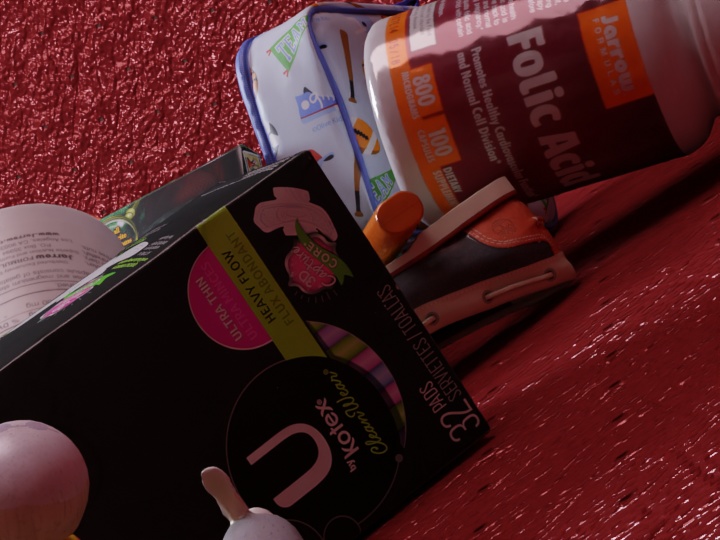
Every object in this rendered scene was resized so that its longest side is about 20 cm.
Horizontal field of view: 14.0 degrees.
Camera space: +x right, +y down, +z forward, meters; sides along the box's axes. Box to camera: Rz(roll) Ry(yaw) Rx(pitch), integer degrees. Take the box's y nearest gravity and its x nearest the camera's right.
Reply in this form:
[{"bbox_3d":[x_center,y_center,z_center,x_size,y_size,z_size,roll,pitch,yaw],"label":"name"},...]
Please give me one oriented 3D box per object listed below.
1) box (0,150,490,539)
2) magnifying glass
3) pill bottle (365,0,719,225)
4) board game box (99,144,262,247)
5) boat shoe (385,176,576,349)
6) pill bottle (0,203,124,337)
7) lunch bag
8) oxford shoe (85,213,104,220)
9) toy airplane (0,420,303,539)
[{"bbox_3d":[-0.077,0.068,1.235,0.200,0.149,0.124,-36,7,-19],"label":"box"},{"bbox_3d":[0.000,0.000,1.487,0.079,0.022,0.200,-35,-6,-18],"label":"magnifying glass"},{"bbox_3d":[0.113,-0.102,1.496,0.199,0.115,0.114,-17,10,15],"label":"pill bottle"},{"bbox_3d":[-0.129,0.017,1.596,0.200,0.105,0.023,-25,-30,32],"label":"board game box"},{"bbox_3d":[0.014,0.034,1.427,0.200,0.063,0.071,-36,-5,-14],"label":"boat shoe"},{"bbox_3d":[-0.153,0.069,1.482,0.114,0.114,0.200,-34,42,11],"label":"pill bottle"},{"bbox_3d":[0.022,-0.077,1.638,0.075,0.161,0.200,-30,-16,32],"label":"lunch bag"},{"bbox_3d":[-0.114,0.027,1.641,0.200,0.071,0.073,18,70,53],"label":"oxford shoe"},{"bbox_3d":[-0.112,0.121,0.959,0.199,0.142,0.200,0,4,41],"label":"toy airplane"}]
